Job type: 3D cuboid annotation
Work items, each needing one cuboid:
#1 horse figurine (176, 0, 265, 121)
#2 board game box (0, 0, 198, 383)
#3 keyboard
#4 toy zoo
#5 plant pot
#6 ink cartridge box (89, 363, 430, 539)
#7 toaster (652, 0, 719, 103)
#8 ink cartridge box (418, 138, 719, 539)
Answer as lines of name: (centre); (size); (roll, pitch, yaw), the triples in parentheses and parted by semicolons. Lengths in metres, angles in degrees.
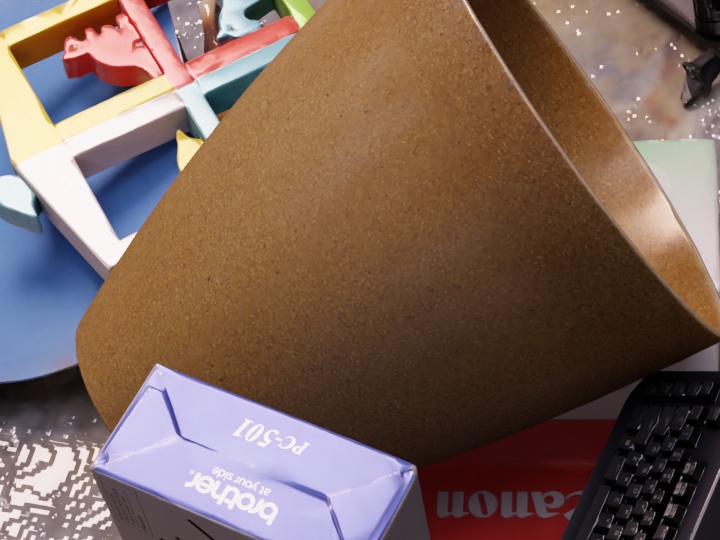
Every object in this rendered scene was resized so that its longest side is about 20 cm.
horse figurine: (-0.015, -0.096, 0.929); (0.199, 0.050, 0.133); (-4, 55, 6)
board game box: (-0.136, -0.035, 0.912); (0.158, 0.039, 0.200); (-23, 58, 10)
keyboard: (0.090, 0.122, 0.677); (0.127, 0.021, 0.200); (1, 60, 56)
toy zoo: (-0.070, -0.073, 0.868); (0.200, 0.020, 0.131); (-26, 61, -12)
plant pot: (0.000, 0.000, 0.757); (0.200, 0.186, 0.187); (-35, 55, 13)
ink cartridge box: (-0.020, 0.115, 0.697); (0.094, 0.200, 0.044); (20, 61, 21)
toaster: (0.172, -0.214, 0.905); (0.200, 0.181, 0.119); (-38, 56, -18)
ink cartridge box: (0.064, 0.039, 0.829); (0.160, 0.050, 0.200); (-1, 54, 9)
